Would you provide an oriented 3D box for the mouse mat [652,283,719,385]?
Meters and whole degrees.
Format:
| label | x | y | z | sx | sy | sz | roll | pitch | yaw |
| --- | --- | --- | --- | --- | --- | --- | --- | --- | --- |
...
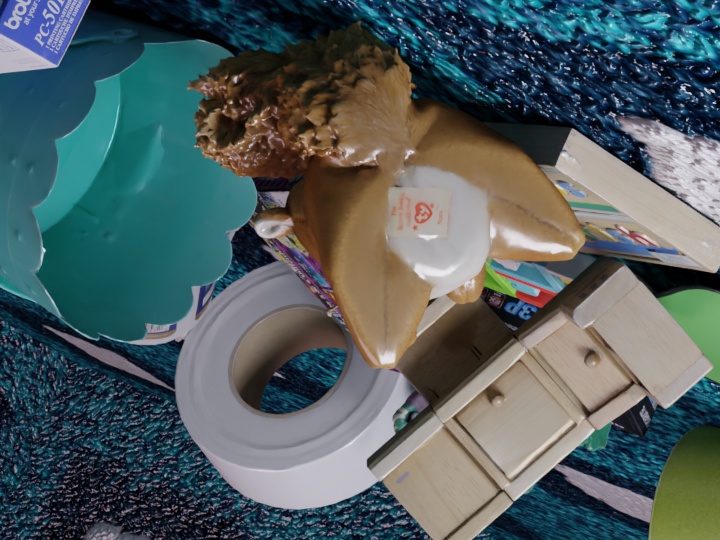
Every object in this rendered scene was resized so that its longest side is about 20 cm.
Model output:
| label | x | y | z | sx | sy | sz | roll | pitch | yaw |
| --- | --- | --- | --- | --- | --- | --- | --- | --- | --- |
| mouse mat | 0.244 | 0.049 | 1.589 | 0.161 | 0.008 | 0.200 | 24 | 165 | -17 |

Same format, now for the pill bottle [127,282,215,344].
| label | x | y | z | sx | sy | sz | roll | pitch | yaw |
| --- | --- | --- | --- | --- | --- | --- | --- | --- | --- |
| pill bottle | -0.157 | -0.036 | 1.817 | 0.111 | 0.111 | 0.200 | 24 | 149 | 5 |

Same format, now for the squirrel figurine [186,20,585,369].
| label | x | y | z | sx | sy | sz | roll | pitch | yaw |
| --- | --- | --- | --- | --- | --- | --- | --- | --- | --- |
| squirrel figurine | -0.002 | -0.055 | 1.375 | 0.200 | 0.141 | 0.187 | 55 | 170 | -15 |

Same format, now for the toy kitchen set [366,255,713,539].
| label | x | y | z | sx | sy | sz | roll | pitch | yaw |
| --- | --- | --- | --- | --- | --- | --- | --- | --- | --- |
| toy kitchen set | 0.076 | 0.056 | 1.471 | 0.163 | 0.200 | 0.180 | 48 | -178 | -1 |

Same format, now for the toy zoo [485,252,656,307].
| label | x | y | z | sx | sy | sz | roll | pitch | yaw |
| --- | --- | --- | --- | --- | --- | --- | --- | --- | --- |
| toy zoo | 0.141 | 0.009 | 1.671 | 0.200 | 0.020 | 0.131 | 21 | 169 | 25 |

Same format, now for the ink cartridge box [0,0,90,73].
| label | x | y | z | sx | sy | sz | roll | pitch | yaw |
| --- | --- | --- | --- | --- | --- | --- | --- | --- | --- |
| ink cartridge box | -0.203 | -0.164 | 1.393 | 0.044 | 0.094 | 0.200 | 29 | 170 | -24 |

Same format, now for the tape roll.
| label | x | y | z | sx | sy | sz | roll | pitch | yaw |
| --- | --- | --- | --- | --- | --- | --- | --- | --- | --- |
| tape roll | -0.046 | 0.088 | 1.961 | 0.202 | 0.203 | 0.071 | 20 | 157 | 31 |

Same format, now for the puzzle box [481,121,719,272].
| label | x | y | z | sx | sy | sz | roll | pitch | yaw |
| --- | --- | --- | --- | --- | --- | --- | --- | --- | --- |
| puzzle box | 0.110 | -0.047 | 1.429 | 0.133 | 0.025 | 0.200 | 31 | 170 | -28 |

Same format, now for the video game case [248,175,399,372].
| label | x | y | z | sx | sy | sz | roll | pitch | yaw |
| --- | --- | --- | --- | --- | --- | --- | --- | --- | --- |
| video game case | 0.000 | 0.000 | 1.779 | 0.200 | 0.036 | 0.181 | 48 | 164 | -17 |

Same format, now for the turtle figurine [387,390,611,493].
| label | x | y | z | sx | sy | sz | roll | pitch | yaw |
| --- | --- | --- | --- | --- | --- | --- | --- | --- | --- |
| turtle figurine | 0.092 | 0.108 | 1.831 | 0.149 | 0.101 | 0.200 | 16 | 161 | -31 |

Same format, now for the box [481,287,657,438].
| label | x | y | z | sx | sy | sz | roll | pitch | yaw |
| --- | --- | --- | --- | --- | --- | --- | --- | --- | --- |
| box | 0.131 | 0.057 | 1.889 | 0.200 | 0.046 | 0.159 | 23 | 170 | 18 |

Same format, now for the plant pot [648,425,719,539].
| label | x | y | z | sx | sy | sz | roll | pitch | yaw |
| --- | --- | --- | --- | --- | --- | --- | --- | --- | --- |
| plant pot | 0.352 | 0.215 | 1.857 | 0.200 | 0.188 | 0.187 | 0 | 157 | 34 |

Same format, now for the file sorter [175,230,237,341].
| label | x | y | z | sx | sy | sz | roll | pitch | yaw |
| --- | --- | --- | --- | --- | --- | --- | --- | --- | --- |
| file sorter | -0.205 | -0.042 | 1.991 | 0.200 | 0.125 | 0.139 | 27 | 170 | -5 |

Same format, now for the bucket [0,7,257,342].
| label | x | y | z | sx | sy | sz | roll | pitch | yaw |
| --- | --- | --- | --- | --- | --- | --- | --- | --- | --- |
| bucket | -0.174 | -0.070 | 1.538 | 0.135 | 0.207 | 0.207 | 25 | 173 | 35 |
